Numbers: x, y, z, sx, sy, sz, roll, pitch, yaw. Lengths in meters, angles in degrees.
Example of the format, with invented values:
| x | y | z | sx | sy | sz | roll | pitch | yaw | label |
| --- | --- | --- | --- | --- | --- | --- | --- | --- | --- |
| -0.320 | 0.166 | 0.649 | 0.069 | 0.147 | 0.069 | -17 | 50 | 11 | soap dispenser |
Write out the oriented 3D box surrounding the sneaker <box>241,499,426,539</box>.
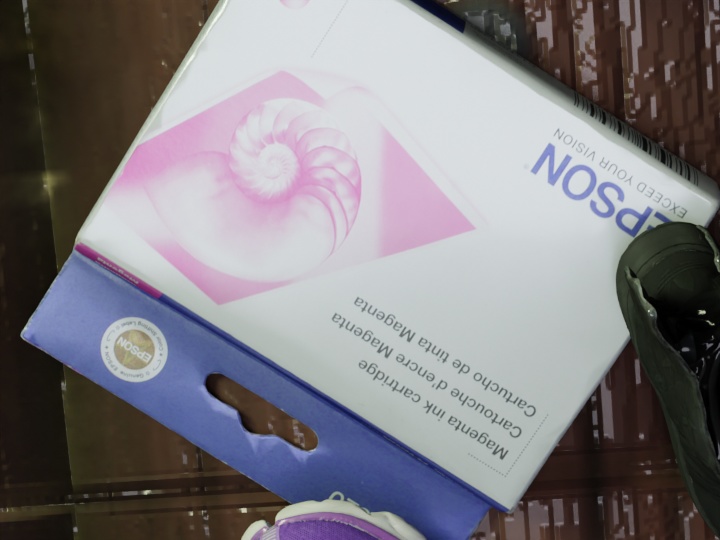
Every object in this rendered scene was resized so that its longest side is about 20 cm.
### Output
| x | y | z | sx | sy | sz | roll | pitch | yaw | label |
| --- | --- | --- | --- | --- | --- | --- | --- | --- | --- |
| 0.016 | 0.180 | 0.997 | 0.080 | 0.083 | 0.201 | -24 | 101 | 18 | sneaker |

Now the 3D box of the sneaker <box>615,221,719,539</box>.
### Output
| x | y | z | sx | sy | sz | roll | pitch | yaw | label |
| --- | --- | --- | --- | --- | --- | --- | --- | --- | --- |
| 0.141 | 0.057 | 0.926 | 0.060 | 0.104 | 0.200 | -30 | 118 | 2 | sneaker |

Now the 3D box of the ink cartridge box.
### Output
| x | y | z | sx | sy | sz | roll | pitch | yaw | label |
| --- | --- | --- | --- | --- | --- | --- | --- | --- | --- |
| 0.000 | 0.000 | 0.978 | 0.196 | 0.043 | 0.200 | 31 | 103 | -5 | ink cartridge box |
